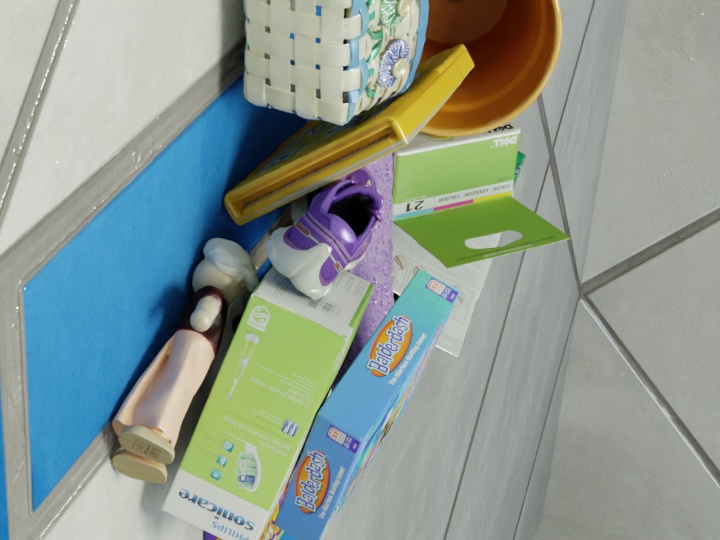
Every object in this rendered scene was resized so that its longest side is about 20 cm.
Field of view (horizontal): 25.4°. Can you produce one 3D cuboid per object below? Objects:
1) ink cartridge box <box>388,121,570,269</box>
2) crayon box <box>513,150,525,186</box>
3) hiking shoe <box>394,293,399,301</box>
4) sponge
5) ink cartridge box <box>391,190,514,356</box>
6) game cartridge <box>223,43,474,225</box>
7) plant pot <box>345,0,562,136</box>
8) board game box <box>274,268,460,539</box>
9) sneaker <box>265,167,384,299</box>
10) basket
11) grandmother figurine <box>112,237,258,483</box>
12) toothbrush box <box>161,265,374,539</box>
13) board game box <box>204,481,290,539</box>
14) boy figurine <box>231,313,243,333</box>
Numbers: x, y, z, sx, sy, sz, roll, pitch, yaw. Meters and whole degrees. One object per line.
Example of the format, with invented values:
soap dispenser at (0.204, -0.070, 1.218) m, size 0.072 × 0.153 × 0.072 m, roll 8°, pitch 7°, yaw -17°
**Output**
ink cartridge box at (0.092, -0.091, 1.515) m, size 0.146 × 0.200 × 0.077 m, roll -12°, pitch 124°, yaw -28°
crayon box at (0.104, -0.072, 1.781) m, size 0.120 × 0.058 × 0.200 m, roll -67°, pitch -167°, yaw -13°
hiking shoe at (0.021, 0.012, 1.647) m, size 0.076 × 0.099 × 0.202 m, roll 53°, pitch 52°, yaw -72°
sponge at (0.000, 0.000, 1.453) m, size 0.111 × 0.029 × 0.203 m, roll -39°, pitch 130°, yaw -62°
ink cartridge box at (0.053, -0.030, 1.612) m, size 0.057 × 0.161 × 0.202 m, roll -35°, pitch -149°, yaw 65°
game cartridge at (-0.006, -0.118, 1.329) m, size 0.033 × 0.175 × 0.200 m, roll 58°, pitch 30°, yaw -14°
plant pot at (0.089, -0.253, 1.528) m, size 0.184 × 0.197 × 0.202 m, roll -82°, pitch 179°, yaw -66°
board game box at (0.006, 0.114, 1.340) m, size 0.200 × 0.045 × 0.153 m, roll -52°, pitch 168°, yaw -46°
sneaker at (-0.009, -0.042, 1.278) m, size 0.083 × 0.081 × 0.200 m, roll -39°, pitch -168°, yaw 21°
basket at (-0.011, -0.212, 1.244) m, size 0.201 × 0.137 × 0.178 m, roll -62°, pitch 160°, yaw -50°
grandmother figurine at (-0.130, 0.057, 1.220) m, size 0.121 × 0.060 × 0.201 m, roll -50°, pitch -164°, yaw 53°
toothbrush box at (-0.072, 0.100, 1.290) m, size 0.146 × 0.085 × 0.202 m, roll -59°, pitch 175°, yaw -72°
board game box at (-0.087, 0.186, 1.509) m, size 0.200 × 0.044 × 0.136 m, roll -53°, pitch 153°, yaw -57°
boy figurine at (-0.050, 0.012, 1.451) m, size 0.201 × 0.064 × 0.126 m, roll -61°, pitch 145°, yaw -52°
